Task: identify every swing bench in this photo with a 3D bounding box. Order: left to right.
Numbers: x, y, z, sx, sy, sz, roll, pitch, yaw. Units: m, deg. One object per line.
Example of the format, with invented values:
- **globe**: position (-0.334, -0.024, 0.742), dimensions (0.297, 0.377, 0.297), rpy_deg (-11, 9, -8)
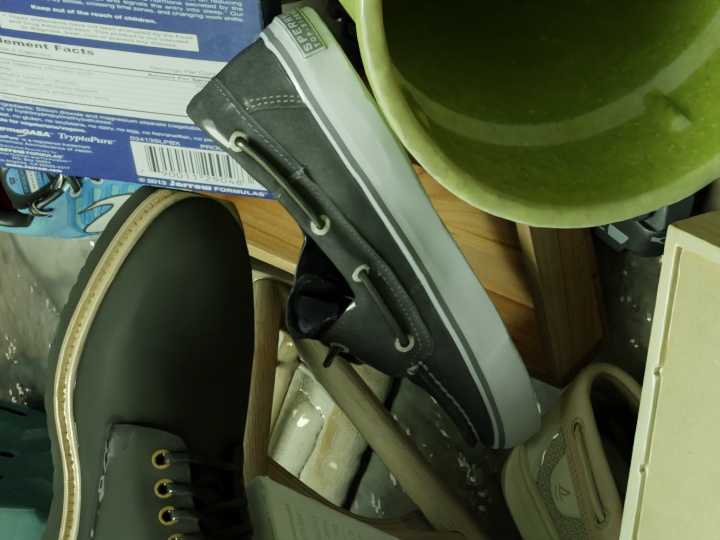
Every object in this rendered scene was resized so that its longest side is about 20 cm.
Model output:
- **swing bench**: position (-0.047, 0.128, 1.053), dimensions (0.200, 0.129, 0.199), rpy_deg (-112, 34, -47)

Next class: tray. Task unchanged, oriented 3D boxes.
- **tray**: position (0.004, -0.032, 0.981), dimensions (0.199, 0.037, 0.099), rpy_deg (22, 142, 36)

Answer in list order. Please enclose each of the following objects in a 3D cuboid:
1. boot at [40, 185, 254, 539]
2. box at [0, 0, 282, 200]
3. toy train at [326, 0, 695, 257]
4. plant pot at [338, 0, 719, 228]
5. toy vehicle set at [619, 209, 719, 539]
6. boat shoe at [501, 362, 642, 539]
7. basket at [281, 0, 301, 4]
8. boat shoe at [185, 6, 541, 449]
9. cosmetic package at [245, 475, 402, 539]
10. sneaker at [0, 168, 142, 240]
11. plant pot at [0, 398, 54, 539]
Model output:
- **boot**: position (-0.045, 0.081, 0.806), dimensions (0.138, 0.077, 0.201), rpy_deg (18, 100, 55)
- **box**: position (-0.088, -0.094, 0.876), dimensions (0.200, 0.121, 0.033), rpy_deg (86, -167, -61)
- **toy train**: position (0.055, -0.065, 0.967), dimensions (0.200, 0.034, 0.046), rpy_deg (41, 140, 36)
- **plant pot**: position (0.046, -0.144, 0.852), dimensions (0.184, 0.200, 0.201), rpy_deg (43, 130, 50)
- **toy vehicle set**: position (0.162, 0.075, 0.739), dimensions (0.200, 0.026, 0.125), rpy_deg (30, 122, 43)
- **boat shoe**: position (0.121, 0.124, 0.902), dimensions (0.200, 0.072, 0.065), rpy_deg (60, 139, 29)
- **basket**: position (-0.108, -0.169, 1.015), dimensions (0.200, 0.135, 0.124), rpy_deg (-150, 53, -69)
- **boat shoe**: position (0.000, 0.000, 0.887), dimensions (0.200, 0.066, 0.070), rpy_deg (60, 175, -39)
- **cosmetic package**: position (-0.006, 0.212, 0.916), dimensions (0.200, 0.199, 0.123), rpy_deg (-49, 34, 25)
- **sneaker**: position (-0.118, -0.045, 1.130), dimensions (0.200, 0.090, 0.079), rpy_deg (-16, 87, 46)
- **plant pot**: position (-0.209, 0.175, 1.229), dimensions (0.200, 0.200, 0.197), rpy_deg (28, 112, 43)
